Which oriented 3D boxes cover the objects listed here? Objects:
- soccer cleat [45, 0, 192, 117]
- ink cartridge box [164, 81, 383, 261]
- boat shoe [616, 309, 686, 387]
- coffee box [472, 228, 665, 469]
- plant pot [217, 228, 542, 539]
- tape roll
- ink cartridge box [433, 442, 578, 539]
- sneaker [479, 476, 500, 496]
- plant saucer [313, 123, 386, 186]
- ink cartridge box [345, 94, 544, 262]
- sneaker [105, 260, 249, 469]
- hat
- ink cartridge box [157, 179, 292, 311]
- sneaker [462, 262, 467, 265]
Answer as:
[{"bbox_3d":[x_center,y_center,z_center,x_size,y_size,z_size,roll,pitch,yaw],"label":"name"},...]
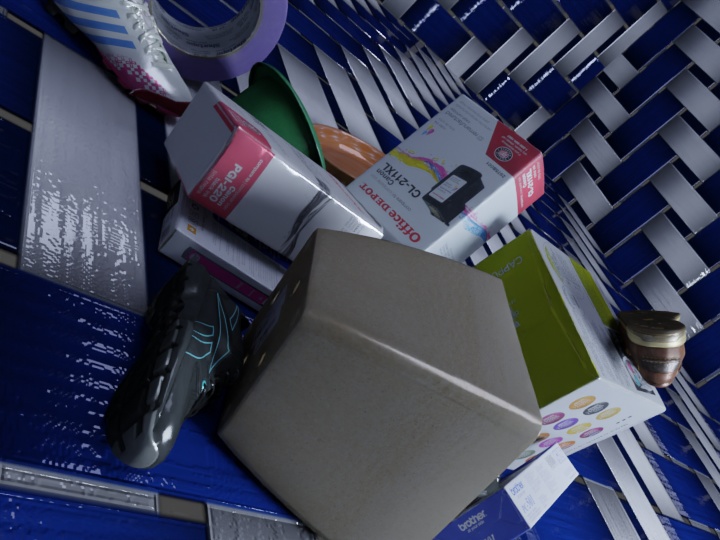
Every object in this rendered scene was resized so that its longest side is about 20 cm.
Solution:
[{"bbox_3d":[-0.252,-0.260,0.768,0.200,0.086,0.070,44,23,-13],"label":"soccer cleat"},{"bbox_3d":[-0.089,-0.086,0.718,0.199,0.085,0.146,31,13,-36],"label":"ink cartridge box"},{"bbox_3d":[0.336,0.085,0.808,0.200,0.071,0.068,-14,104,-70],"label":"boat shoe"},{"bbox_3d":[0.207,0.108,0.854,0.197,0.199,0.201,25,39,-44],"label":"coffee box"},{"bbox_3d":[-0.001,0.086,0.567,0.176,0.200,0.201,29,27,-16],"label":"plant pot"},{"bbox_3d":[-0.194,-0.345,0.863,0.199,0.200,0.085,29,28,-38],"label":"tape roll"},{"bbox_3d":[0.154,0.237,0.715,0.044,0.094,0.199,56,23,18],"label":"ink cartridge box"},{"bbox_3d":[0.099,0.172,0.688,0.089,0.067,0.200,4,9,4],"label":"sneaker"},{"bbox_3d":[-0.006,-0.157,1.070,0.199,0.038,0.201,25,25,-13],"label":"plant saucer"},{"bbox_3d":[0.102,-0.096,0.853,0.146,0.200,0.083,45,-10,31],"label":"ink cartridge box"},{"bbox_3d":[-0.120,0.067,0.507,0.079,0.075,0.201,41,24,-23],"label":"sneaker"},{"bbox_3d":[-0.161,-0.142,0.825,0.165,0.175,0.202,13,-49,61],"label":"hat"},{"bbox_3d":[-0.107,-0.007,0.701,0.199,0.037,0.095,33,26,-28],"label":"ink cartridge box"},{"bbox_3d":[0.109,0.001,0.982,0.080,0.070,0.200,46,5,-5],"label":"sneaker"}]
